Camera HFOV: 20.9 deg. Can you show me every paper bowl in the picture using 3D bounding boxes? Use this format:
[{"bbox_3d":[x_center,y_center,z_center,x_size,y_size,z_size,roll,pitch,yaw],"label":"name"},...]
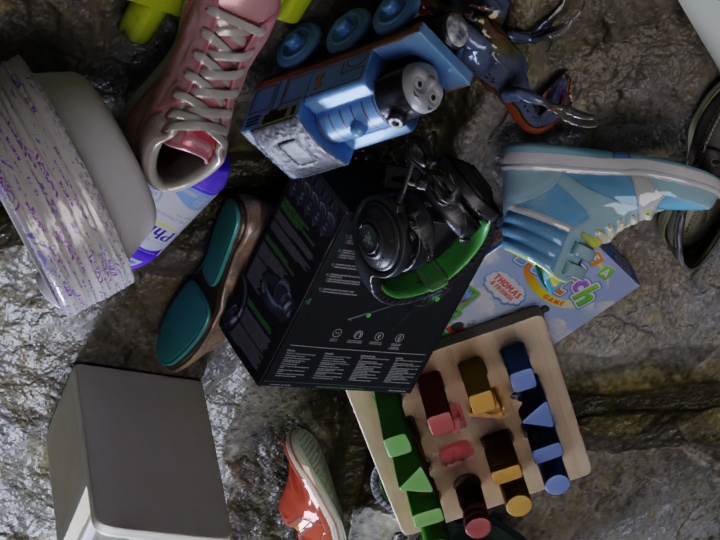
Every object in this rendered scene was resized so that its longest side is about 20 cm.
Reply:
[{"bbox_3d":[-0.233,-0.074,1.531,0.104,0.201,0.201,-29,135,-10],"label":"paper bowl"}]

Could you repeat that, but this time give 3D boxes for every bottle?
[{"bbox_3d":[-0.199,-0.045,1.660,0.083,0.065,0.200,31,118,-33],"label":"bottle"}]

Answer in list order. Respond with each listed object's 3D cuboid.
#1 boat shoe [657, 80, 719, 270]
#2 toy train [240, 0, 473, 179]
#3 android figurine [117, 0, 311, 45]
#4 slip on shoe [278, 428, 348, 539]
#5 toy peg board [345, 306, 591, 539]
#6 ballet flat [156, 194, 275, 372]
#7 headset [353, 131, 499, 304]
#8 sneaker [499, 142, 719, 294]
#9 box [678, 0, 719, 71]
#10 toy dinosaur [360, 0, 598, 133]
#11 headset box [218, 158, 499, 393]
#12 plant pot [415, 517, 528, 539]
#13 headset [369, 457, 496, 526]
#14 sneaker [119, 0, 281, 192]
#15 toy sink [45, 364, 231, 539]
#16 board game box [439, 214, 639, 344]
[{"bbox_3d":[0.328,-0.086,1.771,0.073,0.065,0.201,1,131,-14],"label":"boat shoe"},{"bbox_3d":[-0.001,-0.147,1.555,0.199,0.115,0.087,-13,139,40],"label":"toy train"},{"bbox_3d":[-0.107,-0.250,1.512,0.181,0.041,0.200,15,127,-27],"label":"android figurine"},{"bbox_3d":[-0.053,0.233,1.961,0.061,0.074,0.200,-13,139,0],"label":"slip on shoe"},{"bbox_3d":[0.110,0.168,1.847,0.198,0.098,0.201,-19,122,4],"label":"toy peg board"},{"bbox_3d":[-0.117,0.018,1.745,0.067,0.068,0.200,6,132,-32],"label":"ballet flat"},{"bbox_3d":[0.059,-0.036,1.560,0.123,0.094,0.200,-29,148,-13],"label":"headset"},{"bbox_3d":[0.215,-0.040,1.723,0.199,0.080,0.131,7,90,0],"label":"sneaker"},{"bbox_3d":[0.356,-0.214,1.609,0.128,0.109,0.200,-43,132,-1],"label":"box"},{"bbox_3d":[0.116,-0.186,1.639,0.199,0.105,0.182,13,147,17],"label":"toy dinosaur"},{"bbox_3d":[0.000,0.000,1.699,0.173,0.093,0.201,4,124,-38],"label":"headset box"},{"bbox_3d":[0.099,0.363,2.051,0.199,0.200,0.189,12,113,-25],"label":"plant pot"},{"bbox_3d":[0.109,0.194,1.985,0.199,0.094,0.124,-5,135,10],"label":"headset"},{"bbox_3d":[-0.115,-0.145,1.507,0.075,0.105,0.201,21,119,-31],"label":"sneaker"},{"bbox_3d":[-0.208,0.201,1.794,0.130,0.201,0.112,9,129,-24],"label":"toy sink"},{"bbox_3d":[0.141,0.023,1.841,0.200,0.037,0.151,-37,131,17],"label":"board game box"}]
